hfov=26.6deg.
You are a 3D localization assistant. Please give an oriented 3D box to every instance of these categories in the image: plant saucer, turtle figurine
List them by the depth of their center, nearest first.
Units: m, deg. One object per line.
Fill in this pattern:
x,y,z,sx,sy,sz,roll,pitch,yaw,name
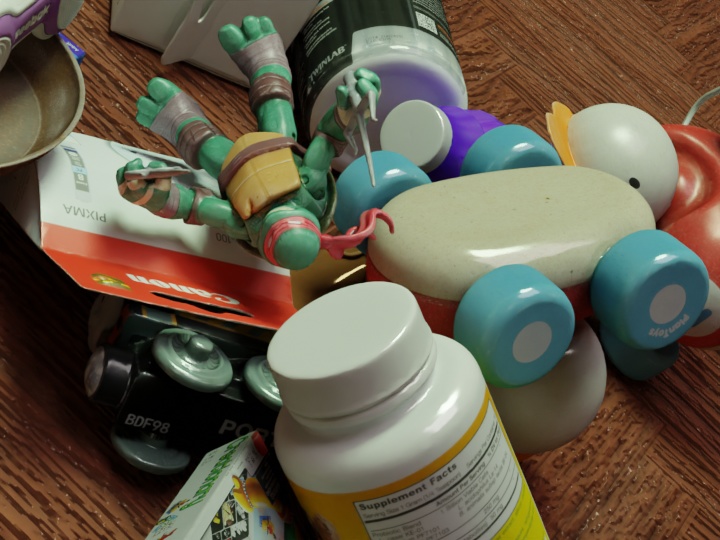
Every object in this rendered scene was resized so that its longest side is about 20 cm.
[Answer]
-0.248,-0.106,0.813,0.199,0.035,0.201,18,35,-13,plant saucer
-0.059,-0.059,0.837,0.149,0.101,0.200,-22,38,-7,turtle figurine

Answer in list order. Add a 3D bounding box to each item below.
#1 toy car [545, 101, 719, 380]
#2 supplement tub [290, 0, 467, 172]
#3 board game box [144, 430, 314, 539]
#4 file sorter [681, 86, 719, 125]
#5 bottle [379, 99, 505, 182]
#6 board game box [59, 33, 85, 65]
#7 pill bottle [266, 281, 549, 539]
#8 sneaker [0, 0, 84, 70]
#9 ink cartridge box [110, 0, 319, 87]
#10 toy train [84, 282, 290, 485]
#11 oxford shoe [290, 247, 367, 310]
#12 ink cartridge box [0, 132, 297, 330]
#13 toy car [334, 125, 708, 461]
0.198,-0.046,1.079,0.199,0.184,0.178,22,46,-34,toy car
0.007,-0.174,1.146,0.122,0.123,0.201,19,39,-25,supplement tub
-0.051,0.162,0.677,0.127,0.034,0.200,63,13,-8,board game box
0.357,-0.054,1.269,0.199,0.139,0.125,33,78,-8,file sorter
0.075,-0.069,1.065,0.065,0.084,0.200,28,3,28,bottle
-0.278,-0.128,0.899,0.152,0.045,0.200,37,34,1,board game box
0.026,0.109,0.760,0.110,0.108,0.201,-70,142,-55,pill bottle
-0.207,-0.160,0.814,0.099,0.075,0.200,30,35,3,sneaker
-0.102,-0.241,1.121,0.124,0.129,0.201,20,38,-24,ink cartridge box
-0.061,0.065,0.845,0.199,0.086,0.114,17,26,-24,toy train
0.000,0.000,0.982,0.071,0.071,0.199,50,37,16,oxford shoe
-0.110,-0.026,0.857,0.159,0.048,0.200,14,12,-32,ink cartridge box
0.086,0.046,0.914,0.176,0.202,0.184,-13,33,-24,toy car
